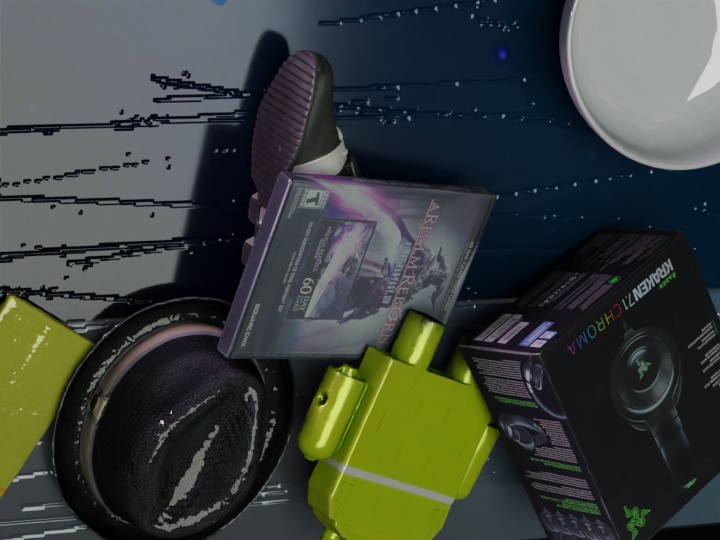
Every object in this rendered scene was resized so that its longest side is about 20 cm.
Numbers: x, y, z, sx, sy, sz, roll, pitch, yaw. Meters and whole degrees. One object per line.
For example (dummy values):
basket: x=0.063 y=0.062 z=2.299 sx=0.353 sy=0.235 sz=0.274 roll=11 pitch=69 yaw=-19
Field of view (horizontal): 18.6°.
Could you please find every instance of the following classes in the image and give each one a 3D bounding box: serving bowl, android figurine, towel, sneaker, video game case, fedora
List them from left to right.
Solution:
towel: x=-0.277 y=0.118 z=1.589 sx=0.086 sy=0.018 sz=0.200 roll=34 pitch=91 yaw=-29
fedora: x=-0.124 y=0.124 z=1.594 sx=0.200 sy=0.092 sz=0.201 roll=-6 pitch=108 yaw=-20
sneaker: x=-0.031 y=-0.065 z=1.596 sx=0.088 sy=0.074 sz=0.200 roll=-2 pitch=115 yaw=-26
video game case: x=0.000 y=0.000 z=1.597 sx=0.200 sy=0.019 sz=0.143 roll=3 pitch=116 yaw=-40
android figurine: x=0.030 y=0.132 z=1.655 sx=0.182 sy=0.041 sz=0.200 roll=19 pitch=98 yaw=-41
serving bowl: x=0.235 y=-0.180 z=1.655 sx=0.200 sy=0.066 sz=0.200 roll=-5 pitch=106 yaw=-18

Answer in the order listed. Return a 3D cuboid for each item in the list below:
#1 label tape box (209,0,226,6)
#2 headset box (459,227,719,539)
label tape box: x=-0.095 y=-0.291 z=1.473 sx=0.066 sy=0.143 sz=0.200 roll=31 pitch=96 yaw=22
headset box: x=0.196 y=0.096 z=1.672 sx=0.174 sy=0.093 sz=0.200 roll=-37 pitch=114 yaw=-30
